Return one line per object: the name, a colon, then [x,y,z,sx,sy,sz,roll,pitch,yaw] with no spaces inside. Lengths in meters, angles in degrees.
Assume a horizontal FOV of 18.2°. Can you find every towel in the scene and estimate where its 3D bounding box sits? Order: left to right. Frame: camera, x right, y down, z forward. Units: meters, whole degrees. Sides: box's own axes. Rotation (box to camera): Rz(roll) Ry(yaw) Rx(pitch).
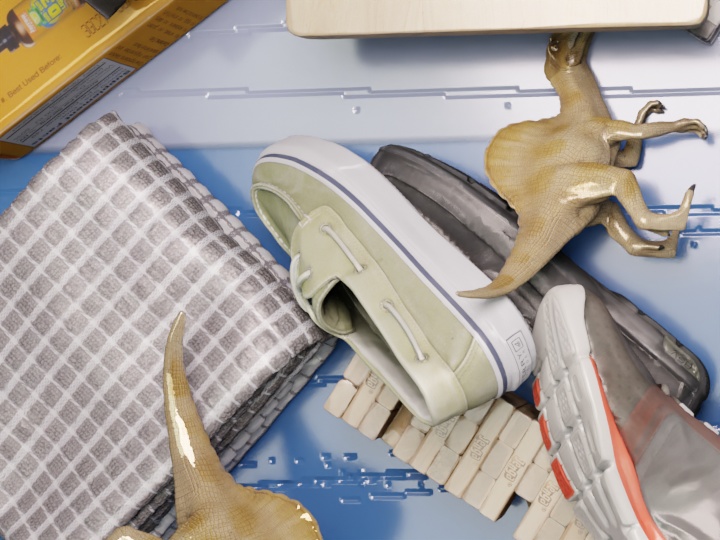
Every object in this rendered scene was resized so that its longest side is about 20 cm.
towel: [-0.132,0.047,1.118,0.166,0.086,0.200,44,98,10]

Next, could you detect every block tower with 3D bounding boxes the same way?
block tower: [0.081,0.098,1.086,0.199,0.058,0.054,33,97,9]

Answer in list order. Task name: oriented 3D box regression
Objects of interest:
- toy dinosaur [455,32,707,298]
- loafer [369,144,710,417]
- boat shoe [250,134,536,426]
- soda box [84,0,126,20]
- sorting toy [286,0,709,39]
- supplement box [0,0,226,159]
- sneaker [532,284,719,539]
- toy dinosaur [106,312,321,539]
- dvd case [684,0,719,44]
toy dinosaur: [0.104,-0.036,1.055,0.100,0.058,0.201,15,51,6]
loafer: [0.076,0.016,1.080,0.200,0.068,0.071,40,91,7]
boat shoe: [0.000,0.000,1.058,0.062,0.072,0.200,-30,44,-22]
soda box: [-0.157,-0.209,1.085,0.063,0.071,0.200,-43,48,8]
sorting toy: [0.068,-0.211,1.068,0.197,0.070,0.202,0,89,13]
supplement box: [-0.126,-0.139,1.128,0.199,0.069,0.067,-35,82,8]
sneaker: [0.142,0.094,1.021,0.081,0.077,0.201,-21,84,-16]
toy dinosaur: [-0.070,0.130,1.040,0.101,0.058,0.201,-28,75,-8]
dvd case: [0.163,-0.234,1.089,0.148,0.016,0.201,34,97,11]
